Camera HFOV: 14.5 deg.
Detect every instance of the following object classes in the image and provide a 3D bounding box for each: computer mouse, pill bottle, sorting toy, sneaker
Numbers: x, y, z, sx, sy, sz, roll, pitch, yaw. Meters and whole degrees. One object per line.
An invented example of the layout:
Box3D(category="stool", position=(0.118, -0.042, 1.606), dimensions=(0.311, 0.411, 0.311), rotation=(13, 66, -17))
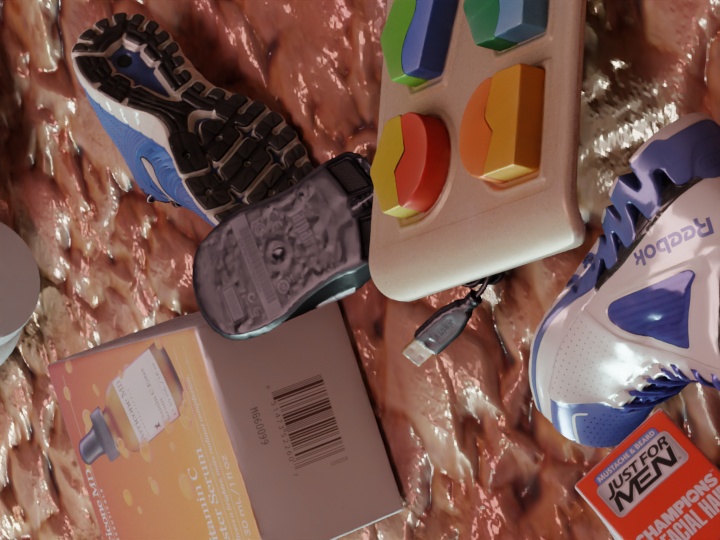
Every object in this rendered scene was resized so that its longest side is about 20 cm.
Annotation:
Box3D(category="computer mouse", position=(0.000, 0.000, 1.610), dimensions=(0.200, 0.046, 0.141), rotation=(-37, 71, 28))
Box3D(category="pill bottle", position=(-0.312, 0.038, 2.040), dimensions=(0.200, 0.116, 0.116), rotation=(-36, 77, 56))
Box3D(category="sorting toy", position=(0.055, -0.097, 1.467), dimensions=(0.185, 0.036, 0.201), rotation=(-19, 67, 56))
Box3D(category="sneaker", position=(-0.095, -0.072, 1.730), dimensions=(0.200, 0.078, 0.089), rotation=(46, 163, 23))
Box3D(category="sneaker", position=(0.159, 0.032, 1.399), dimensions=(0.115, 0.080, 0.200), rotation=(50, 140, 31))

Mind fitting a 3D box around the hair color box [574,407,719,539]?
Box3D(category="hair color box", position=(0.200, 0.171, 1.384), dimensions=(0.200, 0.064, 0.111), rotation=(47, 178, 29))

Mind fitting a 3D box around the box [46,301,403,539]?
Box3D(category="box", position=(-0.088, 0.103, 1.763), dimensions=(0.200, 0.106, 0.153), rotation=(-16, 93, 56))
